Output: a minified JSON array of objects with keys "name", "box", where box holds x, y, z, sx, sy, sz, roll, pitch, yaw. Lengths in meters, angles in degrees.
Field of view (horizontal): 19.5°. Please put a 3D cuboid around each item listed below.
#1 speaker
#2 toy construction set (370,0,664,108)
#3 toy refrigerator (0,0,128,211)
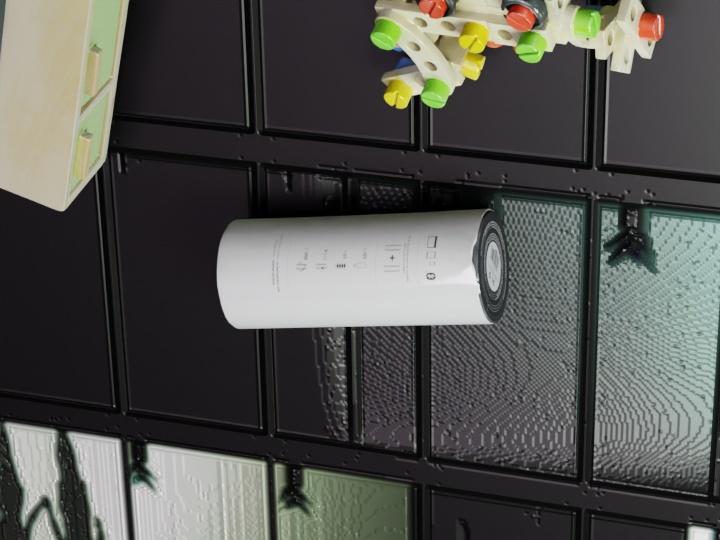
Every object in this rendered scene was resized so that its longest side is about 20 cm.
[{"name":"speaker","box":[0.000,0.000,1.490,0.199,0.081,0.082,-2,114,20]},{"name":"toy construction set","box":[0.094,-0.158,1.361,0.199,0.093,0.131,-2,145,19]},{"name":"toy refrigerator","box":[-0.208,-0.148,1.478,0.070,0.076,0.201,21,128,8]}]
